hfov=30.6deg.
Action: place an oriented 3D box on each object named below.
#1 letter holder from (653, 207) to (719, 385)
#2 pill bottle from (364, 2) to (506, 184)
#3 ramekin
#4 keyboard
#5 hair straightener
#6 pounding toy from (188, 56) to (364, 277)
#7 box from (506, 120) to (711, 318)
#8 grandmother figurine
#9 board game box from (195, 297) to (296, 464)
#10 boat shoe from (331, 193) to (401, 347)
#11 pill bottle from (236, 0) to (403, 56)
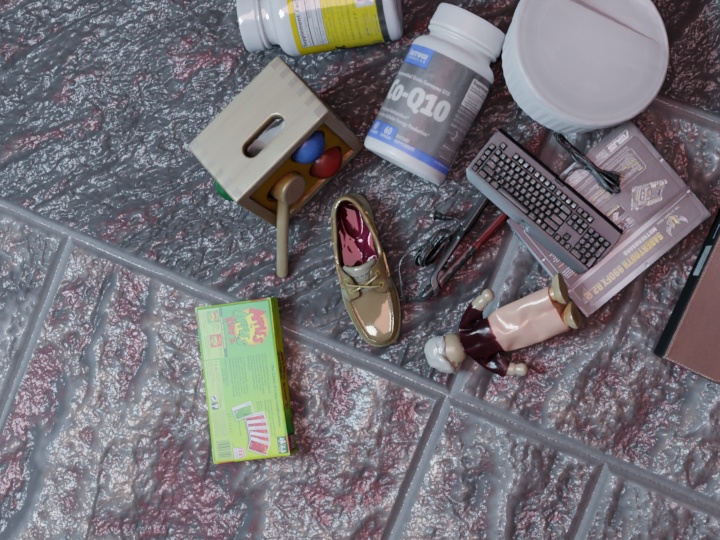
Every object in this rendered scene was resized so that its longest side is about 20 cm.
[{"bbox_3d":[0.461,0.042,1.580,0.141,0.101,0.201,25,92,6],"label":"letter holder"},{"bbox_3d":[0.096,-0.219,1.633,0.113,0.114,0.201,26,92,8],"label":"pill bottle"},{"bbox_3d":[0.263,-0.259,1.592,0.201,0.094,0.204,3,79,-13],"label":"ramekin"},{"bbox_3d":[0.238,-0.101,1.607,0.200,0.021,0.127,41,95,7],"label":"keyboard"},{"bbox_3d":[0.114,-0.042,1.669,0.077,0.041,0.200,42,99,8],"label":"hair straightener"},{"bbox_3d":[-0.100,-0.122,1.639,0.200,0.184,0.142,-44,71,5],"label":"pounding toy"},{"bbox_3d":[0.306,-0.064,1.630,0.200,0.048,0.159,-41,84,6],"label":"box"},{"bbox_3d":[0.171,0.079,1.627,0.199,0.061,0.122,-22,96,22],"label":"grandmother figurine"},{"bbox_3d":[-0.147,0.141,1.693,0.101,0.048,0.202,-8,88,8],"label":"board game box"},{"bbox_3d":[0.000,0.000,1.665,0.074,0.066,0.201,-18,86,8],"label":"boat shoe"},{"bbox_3d":[-0.051,-0.331,1.659,0.198,0.111,0.112,-7,88,8],"label":"pill bottle"}]
